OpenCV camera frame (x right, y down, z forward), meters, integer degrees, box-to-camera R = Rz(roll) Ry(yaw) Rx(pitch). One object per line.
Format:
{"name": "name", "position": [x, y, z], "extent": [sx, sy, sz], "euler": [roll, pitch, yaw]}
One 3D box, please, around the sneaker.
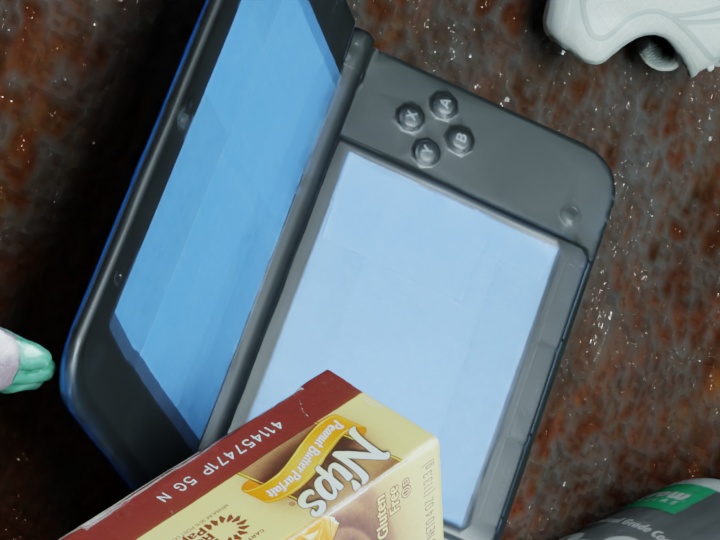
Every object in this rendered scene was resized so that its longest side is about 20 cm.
{"name": "sneaker", "position": [0.148, -0.118, 1.115], "extent": [0.199, 0.075, 0.082], "euler": [-1, 112, -38]}

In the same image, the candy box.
{"name": "candy box", "position": [-0.028, 0.145, 0.885], "extent": [0.115, 0.055, 0.201], "euler": [-30, 134, -33]}

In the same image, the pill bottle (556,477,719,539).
{"name": "pill bottle", "position": [0.115, 0.149, 1.097], "extent": [0.199, 0.113, 0.114], "euler": [-21, 111, -36]}

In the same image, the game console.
{"name": "game console", "position": [0.000, 0.000, 0.942], "extent": [0.170, 0.118, 0.201], "euler": [24, 68, -7]}

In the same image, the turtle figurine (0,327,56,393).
{"name": "turtle figurine", "position": [-0.162, 0.110, 0.835], "extent": [0.101, 0.149, 0.201], "euler": [49, 51, -50]}
